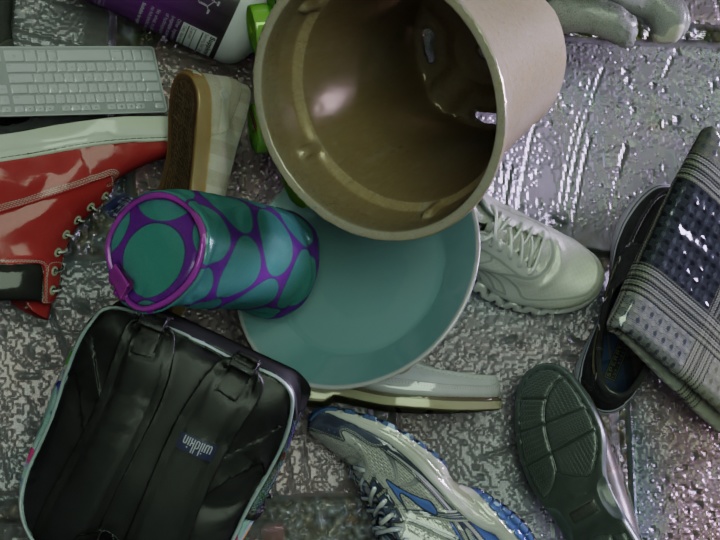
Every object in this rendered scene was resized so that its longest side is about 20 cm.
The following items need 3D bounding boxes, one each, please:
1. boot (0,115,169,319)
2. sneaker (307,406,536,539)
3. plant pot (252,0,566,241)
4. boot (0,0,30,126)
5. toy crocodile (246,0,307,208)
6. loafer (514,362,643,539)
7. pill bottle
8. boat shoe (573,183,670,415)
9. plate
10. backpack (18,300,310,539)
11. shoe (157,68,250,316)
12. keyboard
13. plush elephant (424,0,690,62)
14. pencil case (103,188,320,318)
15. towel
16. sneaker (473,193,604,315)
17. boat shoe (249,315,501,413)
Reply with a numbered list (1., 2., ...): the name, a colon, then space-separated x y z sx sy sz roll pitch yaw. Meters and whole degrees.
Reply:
1. boot: -0.216 -0.042 1.590 0.200 0.072 0.145 -13 95 -20
2. sneaker: 0.035 0.179 1.585 0.200 0.077 0.085 36 78 -2
3. plant pot: 0.055 -0.143 1.508 0.201 0.200 0.183 55 35 3
4. boot: -0.340 -0.206 1.590 0.181 0.073 0.200 -6 86 -27
5. toy crocodile: -0.047 -0.147 1.560 0.067 0.062 0.200 -4 104 -14
6. loafer: 0.176 0.170 1.632 0.072 0.063 0.200 -23 79 16
7. pill bottle: -0.131 -0.234 1.616 0.200 0.112 0.113 24 75 -6
8. boat shoe: 0.224 0.018 1.660 0.070 0.066 0.200 27 75 -5
9. plate: 0.000 0.000 1.567 0.200 0.026 0.201 -10 63 21
10. backpack: -0.147 0.135 1.505 0.177 0.151 0.200 24 90 3
11. shoe: -0.124 -0.053 1.579 0.053 0.070 0.200 -2 112 -38
12. keyboard: -0.239 -0.145 1.591 0.200 0.011 0.056 -5 81 -36
13. plush elephant: 0.133 -0.196 1.653 0.200 0.155 0.165 9 30 -42
14. pencil case: -0.104 -0.009 1.483 0.092 0.200 0.085 -28 76 20
15. towel: 0.292 0.015 1.658 0.200 0.035 0.193 38 69 -30
16. sneaker: 0.103 -0.023 1.638 0.200 0.081 0.075 21 73 -8
17. boat shoe: 0.013 0.073 1.600 0.200 0.075 0.069 6 81 -8
